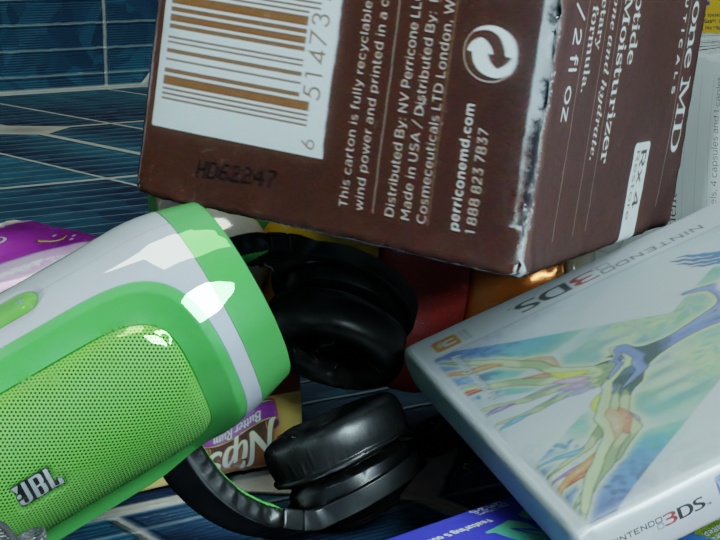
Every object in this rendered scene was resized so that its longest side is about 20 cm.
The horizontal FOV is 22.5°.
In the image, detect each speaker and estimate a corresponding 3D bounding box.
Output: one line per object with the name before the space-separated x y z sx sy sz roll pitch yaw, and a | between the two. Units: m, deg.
speaker | -0.127 0.056 0.643 0.199 0.089 0.088 -31 19 -13

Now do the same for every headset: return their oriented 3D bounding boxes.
headset | -0.015 0.055 0.778 0.199 0.125 0.094 9 -20 -36

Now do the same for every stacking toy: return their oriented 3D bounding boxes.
stacking toy | 0.000 0.000 0.870 0.198 0.148 0.146 7 8 -17

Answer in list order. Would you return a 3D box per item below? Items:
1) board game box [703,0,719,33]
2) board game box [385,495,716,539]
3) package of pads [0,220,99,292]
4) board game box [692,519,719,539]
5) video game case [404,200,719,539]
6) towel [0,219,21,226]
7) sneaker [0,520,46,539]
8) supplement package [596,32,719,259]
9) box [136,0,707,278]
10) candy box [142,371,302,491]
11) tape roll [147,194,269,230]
board game box | 0.313 -0.192 1.800 0.198 0.202 0.199 5 12 26
board game box | 0.080 0.124 0.555 0.199 0.045 0.151 11 15 44
package of pads | -0.193 0.043 0.738 0.199 0.076 0.120 -21 18 -29
board game box | 0.177 0.043 0.700 0.199 0.033 0.120 -26 35 -11
video game case | 0.125 0.028 0.668 0.181 0.022 0.200 -25 20 -8
towel | -0.249 0.015 0.984 0.198 0.033 0.191 -13 -4 3
sneaker | -0.093 0.109 0.554 0.198 0.079 0.140 -1 11 -4
supplement package | 0.168 -0.026 0.947 0.146 0.193 0.199 -8 12 -35
box | 0.035 -0.102 0.726 0.163 0.168 0.200 12 12 24
candy box | -0.126 0.056 0.904 0.116 0.057 0.199 -8 11 -31
tape roll | -0.073 -0.036 0.992 0.048 0.203 0.200 -4 11 -20
